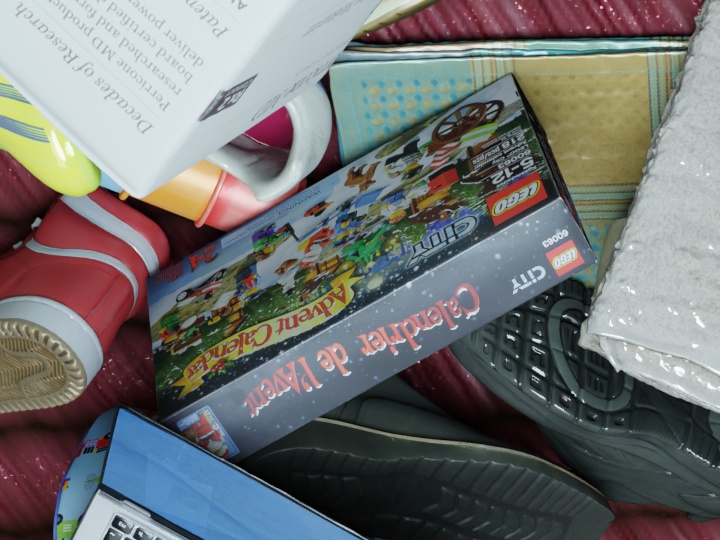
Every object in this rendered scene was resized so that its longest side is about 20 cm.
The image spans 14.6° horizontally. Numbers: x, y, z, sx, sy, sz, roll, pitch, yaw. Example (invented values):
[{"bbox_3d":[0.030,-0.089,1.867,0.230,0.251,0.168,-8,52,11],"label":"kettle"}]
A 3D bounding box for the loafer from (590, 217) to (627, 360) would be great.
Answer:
[{"bbox_3d":[0.198,-0.002,1.303,0.199,0.069,0.076,-5,168,-20],"label":"loafer"}]

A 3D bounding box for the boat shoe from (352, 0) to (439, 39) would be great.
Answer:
[{"bbox_3d":[0.041,-0.159,1.248,0.199,0.073,0.065,-27,95,23],"label":"boat shoe"}]

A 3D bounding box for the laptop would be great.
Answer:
[{"bbox_3d":[-0.057,0.174,1.240,0.186,0.116,0.201,29,103,2],"label":"laptop"}]

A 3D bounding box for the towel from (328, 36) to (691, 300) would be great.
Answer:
[{"bbox_3d":[0.089,-0.045,1.337,0.198,0.022,0.148,-2,123,5],"label":"towel"}]

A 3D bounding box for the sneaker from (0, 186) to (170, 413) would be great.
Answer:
[{"bbox_3d":[-0.173,0.013,1.384,0.199,0.113,0.071,-3,130,45],"label":"sneaker"}]

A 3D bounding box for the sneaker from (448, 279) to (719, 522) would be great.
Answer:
[{"bbox_3d":[0.119,0.073,1.371,0.199,0.076,0.091,30,142,-16],"label":"sneaker"}]

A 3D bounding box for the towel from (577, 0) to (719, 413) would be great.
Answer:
[{"bbox_3d":[0.187,-0.029,1.253,0.132,0.201,0.034,22,166,-5],"label":"towel"}]

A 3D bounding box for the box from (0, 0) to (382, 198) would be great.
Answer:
[{"bbox_3d":[-0.086,-0.165,1.145,0.200,0.199,0.131,43,119,3],"label":"box"}]

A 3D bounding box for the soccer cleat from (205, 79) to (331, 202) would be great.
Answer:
[{"bbox_3d":[-0.091,-0.111,1.274,0.200,0.087,0.070,40,118,-15],"label":"soccer cleat"}]

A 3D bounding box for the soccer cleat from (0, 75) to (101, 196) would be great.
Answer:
[{"bbox_3d":[-0.188,-0.109,1.264,0.083,0.065,0.201,-34,87,-3],"label":"soccer cleat"}]

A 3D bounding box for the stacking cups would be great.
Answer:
[{"bbox_3d":[-0.123,-0.061,1.325,0.199,0.061,0.061,24,122,-8],"label":"stacking cups"}]

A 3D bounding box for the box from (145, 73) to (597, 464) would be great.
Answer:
[{"bbox_3d":[0.000,0.000,1.258,0.199,0.137,0.038,-29,116,7],"label":"box"}]

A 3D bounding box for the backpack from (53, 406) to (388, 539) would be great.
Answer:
[{"bbox_3d":[-0.050,0.146,1.379,0.134,0.183,0.200,-30,110,29],"label":"backpack"}]

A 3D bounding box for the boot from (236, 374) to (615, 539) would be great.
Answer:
[{"bbox_3d":[0.021,0.065,1.356,0.199,0.139,0.078,18,125,-29],"label":"boot"}]
